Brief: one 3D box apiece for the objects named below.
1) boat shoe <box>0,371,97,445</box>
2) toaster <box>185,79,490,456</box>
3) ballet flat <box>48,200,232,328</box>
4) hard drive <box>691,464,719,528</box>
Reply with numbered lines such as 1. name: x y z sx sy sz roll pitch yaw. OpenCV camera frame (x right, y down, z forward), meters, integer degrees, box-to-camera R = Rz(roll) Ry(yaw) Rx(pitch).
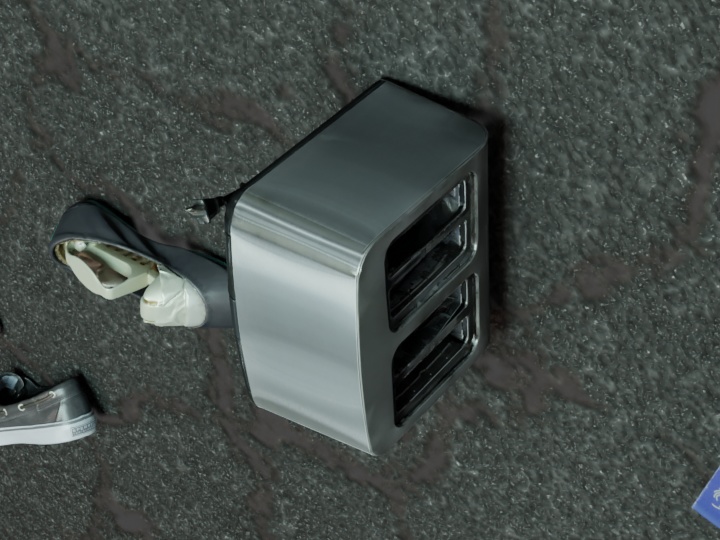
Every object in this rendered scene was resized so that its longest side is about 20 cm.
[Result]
1. boat shoe: -0.332 0.130 1.527 0.199 0.070 0.067 -4 103 45
2. toaster: 0.000 0.000 1.042 0.118 0.200 0.182 21 134 30
3. ballet flat: -0.173 0.009 1.290 0.199 0.073 0.073 26 136 20
4. hard drive: 0.326 0.164 1.008 0.199 0.025 0.133 37 126 17
